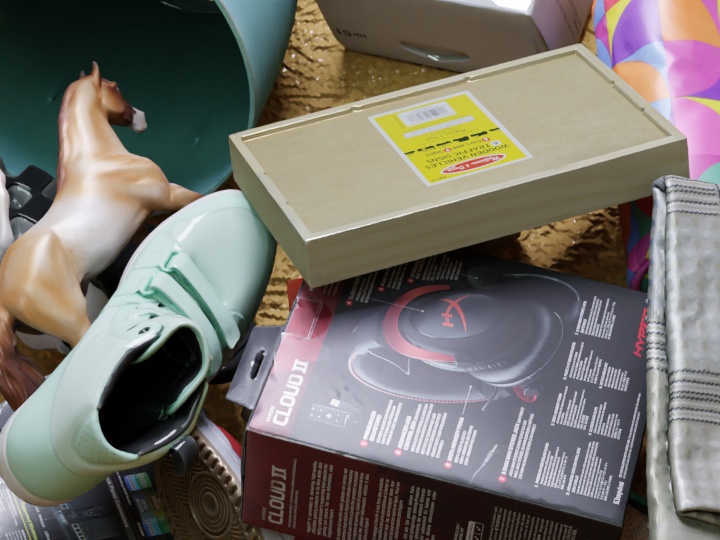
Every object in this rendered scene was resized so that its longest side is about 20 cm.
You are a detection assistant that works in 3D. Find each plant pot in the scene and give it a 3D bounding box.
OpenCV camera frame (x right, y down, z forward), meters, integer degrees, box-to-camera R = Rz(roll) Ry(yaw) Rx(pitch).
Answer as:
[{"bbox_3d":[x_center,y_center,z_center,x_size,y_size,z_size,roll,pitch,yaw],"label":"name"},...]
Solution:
[{"bbox_3d":[-0.125,-0.158,1.297,0.200,0.201,0.161,4,38,20],"label":"plant pot"}]

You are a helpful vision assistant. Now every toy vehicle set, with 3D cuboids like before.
[{"bbox_3d":[0.047,-0.056,1.157,0.199,0.027,0.124,-15,32,-13],"label":"toy vehicle set"}]

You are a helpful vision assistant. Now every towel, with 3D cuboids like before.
[{"bbox_3d":[0.223,0.060,1.105,0.192,0.035,0.201,13,65,-22],"label":"towel"}]

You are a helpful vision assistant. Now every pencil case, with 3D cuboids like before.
[{"bbox_3d":[0.171,-0.074,1.223,0.088,0.088,0.201,-10,65,14],"label":"pencil case"}]

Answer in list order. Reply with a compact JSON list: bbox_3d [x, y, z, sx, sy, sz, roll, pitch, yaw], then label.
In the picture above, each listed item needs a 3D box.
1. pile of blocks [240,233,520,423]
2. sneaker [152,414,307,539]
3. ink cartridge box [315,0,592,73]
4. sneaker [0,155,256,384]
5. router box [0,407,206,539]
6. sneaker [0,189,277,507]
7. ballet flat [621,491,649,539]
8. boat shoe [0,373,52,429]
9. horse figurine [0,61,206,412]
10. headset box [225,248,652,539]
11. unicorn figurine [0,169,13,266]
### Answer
[{"bbox_3d":[0.000,0.000,1.244,0.200,0.082,0.062,-43,61,-4],"label":"pile of blocks"},{"bbox_3d":[-0.011,0.139,1.158,0.112,0.071,0.200,-22,63,-39],"label":"sneaker"},{"bbox_3d":[0.070,-0.219,1.320,0.144,0.085,0.201,12,72,23],"label":"ink cartridge box"},{"bbox_3d":[-0.144,0.017,1.284,0.200,0.089,0.074,31,43,18],"label":"sneaker"},{"bbox_3d":[-0.121,0.167,1.176,0.149,0.062,0.200,-9,56,-28],"label":"router box"},{"bbox_3d":[-0.081,0.030,1.115,0.118,0.074,0.201,-20,28,55],"label":"sneaker"},{"bbox_3d":[0.072,0.112,1.178,0.200,0.068,0.067,29,85,29],"label":"ballet flat"},{"bbox_3d":[-0.206,0.127,1.261,0.200,0.071,0.070,-47,16,-25],"label":"boat shoe"},{"bbox_3d":[-0.133,0.000,1.189,0.050,0.132,0.200,-25,29,56],"label":"horse figurine"},{"bbox_3d":[0.037,0.064,1.118,0.199,0.075,0.149,13,47,6],"label":"headset box"},{"bbox_3d":[-0.227,0.012,1.208,0.200,0.074,0.138,-178,91,-65],"label":"unicorn figurine"}]
